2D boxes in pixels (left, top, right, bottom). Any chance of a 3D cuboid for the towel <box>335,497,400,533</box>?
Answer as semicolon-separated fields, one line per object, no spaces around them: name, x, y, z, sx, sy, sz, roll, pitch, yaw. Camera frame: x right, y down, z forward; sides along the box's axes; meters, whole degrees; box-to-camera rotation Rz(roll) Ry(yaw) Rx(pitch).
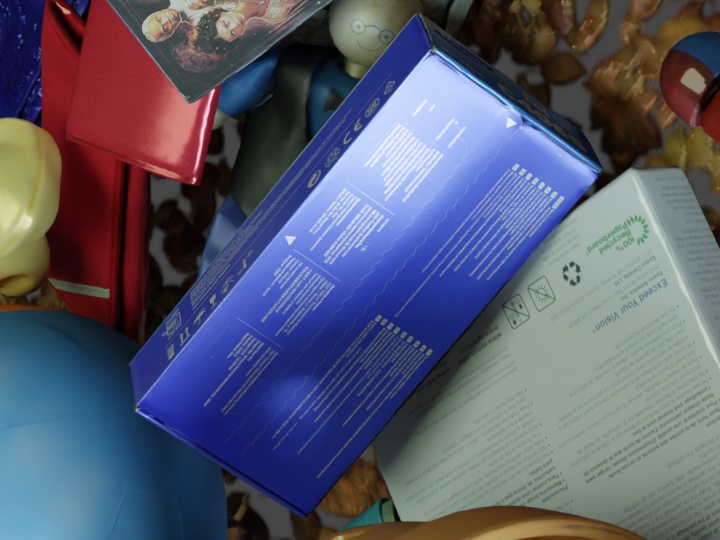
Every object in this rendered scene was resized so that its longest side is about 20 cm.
towel;-0.013;0.211;1.379;0.200;0.022;0.147;-43;62;38

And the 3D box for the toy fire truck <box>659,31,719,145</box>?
toy fire truck;0.181;-0.019;1.049;0.168;0.200;0.112;38;100;19

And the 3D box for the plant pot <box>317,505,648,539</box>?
plant pot;0.033;0.180;1.173;0.140;0.200;0.201;17;104;61

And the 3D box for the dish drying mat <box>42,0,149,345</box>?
dish drying mat;-0.127;-0.038;1.404;0.077;0.018;0.200;48;154;25

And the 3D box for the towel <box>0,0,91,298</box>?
towel;-0.184;-0.105;1.519;0.148;0.049;0.200;47;122;33

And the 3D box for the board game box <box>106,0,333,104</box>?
board game box;-0.076;-0.186;1.207;0.135;0.035;0.200;-36;100;15

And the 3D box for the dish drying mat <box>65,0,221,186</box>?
dish drying mat;-0.075;-0.142;1.268;0.077;0.018;0.201;22;104;35

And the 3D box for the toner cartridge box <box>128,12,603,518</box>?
toner cartridge box;0.000;0.000;1.245;0.200;0.095;0.043;-49;23;15

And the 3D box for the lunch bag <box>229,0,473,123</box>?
lunch bag;-0.027;-0.160;1.316;0.200;0.117;0.164;40;120;30

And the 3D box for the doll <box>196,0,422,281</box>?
doll;-0.013;-0.035;1.280;0.136;0.048;0.200;20;114;6

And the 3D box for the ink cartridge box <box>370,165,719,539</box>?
ink cartridge box;0.098;0.088;1.249;0.199;0.041;0.200;-36;68;41

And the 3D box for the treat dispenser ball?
treat dispenser ball;-0.162;0.116;1.396;0.201;0.201;0.201;2;92;45

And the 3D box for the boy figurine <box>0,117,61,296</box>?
boy figurine;-0.201;-0.022;1.415;0.200;0.124;0.065;-28;47;60
